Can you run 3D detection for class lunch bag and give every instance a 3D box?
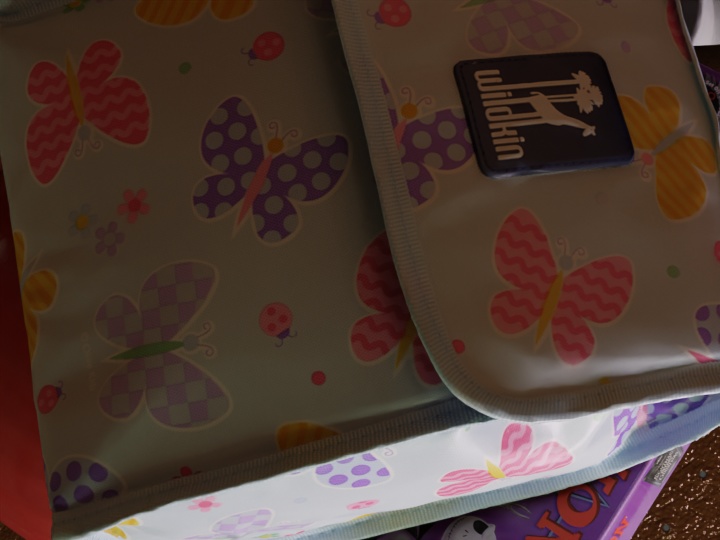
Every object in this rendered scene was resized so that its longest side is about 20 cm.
[{"bbox_3d":[0.005,-0.018,0.576,0.199,0.170,0.127,-14,162,11],"label":"lunch bag"}]

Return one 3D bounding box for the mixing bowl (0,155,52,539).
[{"bbox_3d":[-0.058,0.043,0.721,0.200,0.108,0.201,-21,139,-20],"label":"mixing bowl"}]

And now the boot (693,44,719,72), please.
[{"bbox_3d":[0.116,-0.048,0.690,0.199,0.074,0.075,6,-169,23],"label":"boot"}]

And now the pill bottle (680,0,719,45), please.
[{"bbox_3d":[0.117,-0.087,0.843,0.111,0.112,0.200,-12,169,14],"label":"pill bottle"}]

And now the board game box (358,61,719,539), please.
[{"bbox_3d":[0.053,0.021,0.626,0.120,0.200,0.032,32,-178,27],"label":"board game box"}]
